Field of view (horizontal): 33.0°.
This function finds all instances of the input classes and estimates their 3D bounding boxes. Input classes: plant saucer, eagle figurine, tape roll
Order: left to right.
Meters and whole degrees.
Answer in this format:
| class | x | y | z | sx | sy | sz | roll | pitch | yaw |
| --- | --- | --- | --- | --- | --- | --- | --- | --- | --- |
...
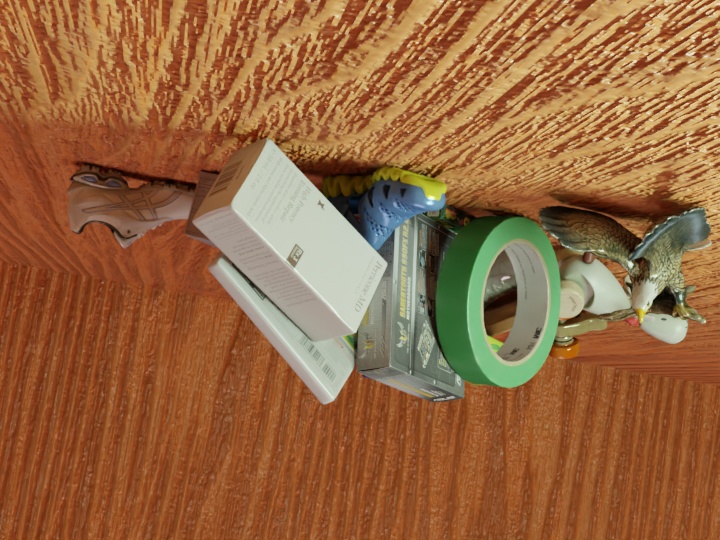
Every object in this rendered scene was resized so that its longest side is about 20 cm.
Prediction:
| class | x | y | z | sx | sy | sz | roll | pitch | yaw |
| --- | --- | --- | --- | --- | --- | --- | --- | --- | --- |
| tape roll | 0.166 | 0.036 | 1.435 | 0.048 | 0.202 | 0.200 | 4 | 172 | 41 |
| plant saucer | 0.243 | 0.038 | 1.700 | 0.199 | 0.032 | 0.200 | -25 | -178 | 1 |
| eagle figurine | 0.298 | -0.016 | 1.286 | 0.151 | 0.151 | 0.200 | -31 | 127 | 8 |

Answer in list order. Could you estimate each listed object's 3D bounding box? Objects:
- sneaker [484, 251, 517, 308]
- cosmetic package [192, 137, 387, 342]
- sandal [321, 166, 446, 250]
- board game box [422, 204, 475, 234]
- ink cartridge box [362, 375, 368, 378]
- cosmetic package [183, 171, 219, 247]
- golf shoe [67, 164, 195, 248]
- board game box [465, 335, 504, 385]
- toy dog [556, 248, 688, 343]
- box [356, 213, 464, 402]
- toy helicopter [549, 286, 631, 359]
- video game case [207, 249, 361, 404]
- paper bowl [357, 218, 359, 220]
| class | x | y | z | sx | sy | sz | roll | pitch | yaw |
| --- | --- | --- | --- | --- | --- | --- | --- | --- | --- |
| sneaker | 0.185 | 0.018 | 1.690 | 0.075 | 0.100 | 0.199 | 26 | 164 | -37 |
| cosmetic package | -0.070 | -0.028 | 1.261 | 0.074 | 0.102 | 0.200 | -16 | 128 | 46 |
| sandal | 0.022 | -0.062 | 1.312 | 0.079 | 0.088 | 0.200 | 15 | 170 | -29 |
| board game box | 0.106 | -0.054 | 1.528 | 0.104 | 0.024 | 0.200 | 6 | 173 | 33 |
| ink cartridge box | 0.047 | 0.067 | 1.861 | 0.044 | 0.201 | 0.094 | 10 | 173 | -13 |
| cosmetic package | -0.151 | -0.062 | 1.553 | 0.050 | 0.083 | 0.200 | 14 | 175 | 22 |
| golf shoe | -0.285 | -0.073 | 1.592 | 0.199 | 0.098 | 0.078 | 9 | 172 | -11 |
| board game box | 0.115 | 0.100 | 1.657 | 0.199 | 0.048 | 0.101 | 26 | 163 | -26 |
| toy dog | 0.334 | 0.020 | 1.559 | 0.199 | 0.132 | 0.097 | 7 | 136 | -20 |
| box | 0.063 | 0.038 | 1.408 | 0.048 | 0.201 | 0.158 | -11 | 157 | 35 |
| toy helicopter | 0.334 | 0.053 | 1.790 | 0.199 | 0.079 | 0.132 | -14 | -158 | -17 |
| video game case | -0.059 | 0.015 | 1.339 | 0.023 | 0.182 | 0.200 | -24 | 112 | 41 |
| paper bowl | 0.015 | -0.006 | 1.717 | 0.199 | 0.105 | 0.201 | 8 | 174 | 1 |
